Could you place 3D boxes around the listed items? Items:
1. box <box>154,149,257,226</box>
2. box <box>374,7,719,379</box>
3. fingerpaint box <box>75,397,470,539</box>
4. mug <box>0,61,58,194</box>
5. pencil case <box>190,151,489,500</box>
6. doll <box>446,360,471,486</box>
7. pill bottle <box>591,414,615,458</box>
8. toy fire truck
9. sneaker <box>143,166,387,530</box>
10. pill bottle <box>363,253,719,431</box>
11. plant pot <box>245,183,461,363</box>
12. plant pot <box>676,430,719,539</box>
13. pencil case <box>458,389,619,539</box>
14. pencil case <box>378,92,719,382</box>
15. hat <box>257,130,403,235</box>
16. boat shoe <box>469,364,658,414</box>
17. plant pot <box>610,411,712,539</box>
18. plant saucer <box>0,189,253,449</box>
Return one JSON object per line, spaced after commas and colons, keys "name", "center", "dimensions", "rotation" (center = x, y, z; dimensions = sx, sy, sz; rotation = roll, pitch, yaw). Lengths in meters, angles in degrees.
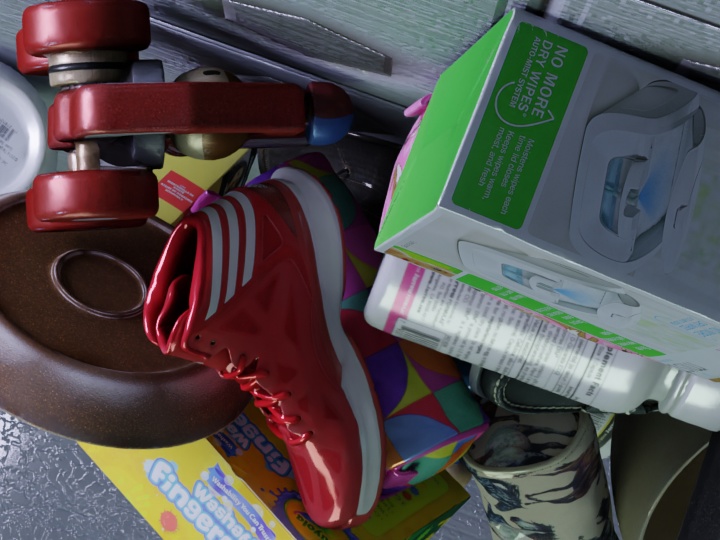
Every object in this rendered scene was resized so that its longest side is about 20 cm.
{"name": "box", "center": [-0.131, -0.022, 1.687], "dimensions": [0.050, 0.075, 0.200], "rotation": [30, -146, 9]}
{"name": "box", "center": [0.115, -0.029, 1.241], "dimensions": [0.176, 0.097, 0.200], "rotation": [23, 173, -6]}
{"name": "fingerpaint box", "center": [-0.060, 0.102, 1.621], "dimensions": [0.200, 0.073, 0.167], "rotation": [47, -150, 10]}
{"name": "mug", "center": [-0.293, -0.095, 1.875], "dimensions": [0.200, 0.148, 0.175], "rotation": [52, 157, -12]}
{"name": "pencil case", "center": [-0.011, 0.030, 1.591], "dimensions": [0.200, 0.088, 0.088], "rotation": [55, -179, 11]}
{"name": "doll", "center": [0.106, 0.072, 1.735], "dimensions": [0.136, 0.049, 0.200], "rotation": [-6, 155, -21]}
{"name": "pill bottle", "center": [0.100, 0.054, 1.994], "dimensions": [0.200, 0.113, 0.112], "rotation": [23, 173, -27]}
{"name": "toy fire truck", "center": [-0.093, -0.082, 1.492], "dimensions": [0.168, 0.112, 0.200], "rotation": [-4, 179, -9]}
{"name": "sneaker", "center": [-0.060, 0.054, 1.497], "dimensions": [0.115, 0.200, 0.078], "rotation": [-19, -168, -34]}
{"name": "pill bottle", "center": [0.112, 0.008, 1.501], "dimensions": [0.200, 0.114, 0.113], "rotation": [20, 174, -1]}
{"name": "plant pot", "center": [-0.031, 0.055, 1.836], "dimensions": [0.200, 0.134, 0.200], "rotation": [15, -143, -11]}
{"name": "plant pot", "center": [0.287, 0.097, 1.448], "dimensions": [0.200, 0.200, 0.177], "rotation": [19, 162, 4]}
{"name": "pencil case", "center": [0.105, 0.135, 1.709], "dimensions": [0.089, 0.078, 0.200], "rotation": [9, 150, 18]}
{"name": "pencil case", "center": [0.107, -0.018, 1.382], "dimensions": [0.200, 0.083, 0.087], "rotation": [21, -147, -8]}
{"name": "hat", "center": [0.000, 0.000, 1.680], "dimensions": [0.200, 0.081, 0.201], "rotation": [30, 151, 18]}
{"name": "boat shoe", "center": [0.157, 0.048, 1.589], "dimensions": [0.200, 0.076, 0.060], "rotation": [-15, -134, -25]}
{"name": "plant pot", "center": [0.236, 0.102, 1.767], "dimensions": [0.200, 0.200, 0.135], "rotation": [24, -154, -40]}
{"name": "plant saucer", "center": [-0.145, 0.017, 1.540], "dimensions": [0.200, 0.032, 0.200], "rotation": [17, -145, -12]}
